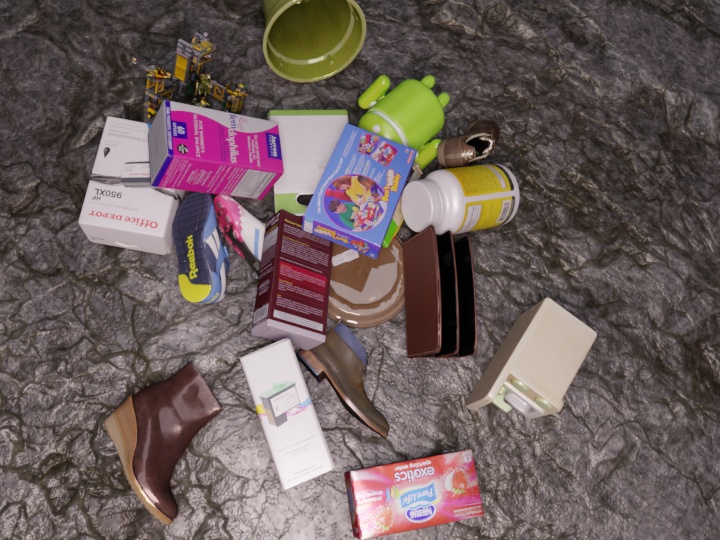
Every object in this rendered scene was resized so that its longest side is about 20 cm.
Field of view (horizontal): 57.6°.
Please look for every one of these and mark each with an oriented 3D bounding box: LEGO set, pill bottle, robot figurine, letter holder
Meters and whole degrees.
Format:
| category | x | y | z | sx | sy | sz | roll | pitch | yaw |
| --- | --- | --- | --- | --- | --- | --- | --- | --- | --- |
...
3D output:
| category | x | y | z | sx | sy | sz | roll | pitch | yaw |
| --- | --- | --- | --- | --- | --- | --- | --- | --- | --- |
| LEGO set | -0.286 | -0.337 | 1.147 | 0.153 | 0.117 | 0.200 | 34 | 39 | 13 |
| pill bottle | 0.173 | -0.123 | 1.144 | 0.197 | 0.112 | 0.114 | -11 | 72 | -33 |
| robot figurine | 0.075 | -0.269 | 1.207 | 0.200 | 0.116 | 0.176 | -42 | 94 | -18 |
| letter holder | 0.141 | 0.038 | 1.083 | 0.099 | 0.142 | 0.204 | 1 | 78 | -16 |

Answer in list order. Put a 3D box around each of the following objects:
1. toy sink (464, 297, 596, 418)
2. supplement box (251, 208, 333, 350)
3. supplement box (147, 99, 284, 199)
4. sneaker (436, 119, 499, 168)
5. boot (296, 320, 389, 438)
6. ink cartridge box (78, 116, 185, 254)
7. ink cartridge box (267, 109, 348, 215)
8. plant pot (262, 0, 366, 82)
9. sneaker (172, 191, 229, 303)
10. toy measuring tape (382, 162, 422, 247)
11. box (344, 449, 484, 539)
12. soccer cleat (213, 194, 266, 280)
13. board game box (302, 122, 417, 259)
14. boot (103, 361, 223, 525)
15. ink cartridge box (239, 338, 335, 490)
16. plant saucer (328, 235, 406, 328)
| category | x | y | z | sx | sy | sz | roll | pitch | yaw |
| --- | --- | --- | --- | --- | --- | --- | --- | --- | --- |
| toy sink | 0.282 | 0.170 | 1.084 | 0.111 | 0.131 | 0.201 | 36 | 70 | 5 |
| supplement box | -0.107 | 0.015 | 1.062 | 0.108 | 0.061 | 0.203 | 20 | 61 | -30 |
| supplement box | -0.238 | -0.194 | 1.083 | 0.197 | 0.103 | 0.103 | 4 | 66 | -34 |
| sneaker | 0.220 | -0.228 | 1.200 | 0.199 | 0.075 | 0.072 | -34 | 122 | -43 |
| boot | -0.005 | 0.175 | 1.073 | 0.200 | 0.075 | 0.097 | 44 | 75 | 10 |
| ink cartridge box | -0.379 | -0.144 | 1.122 | 0.142 | 0.084 | 0.204 | 9 | 71 | -6 |
| ink cartridge box | -0.090 | -0.182 | 1.179 | 0.145 | 0.076 | 0.204 | -2 | 74 | -9 |
| plant pot | -0.108 | -0.496 | 1.233 | 0.197 | 0.201 | 0.187 | -13 | 62 | -11 |
| sneaker | -0.266 | -0.037 | 1.108 | 0.073 | 0.082 | 0.204 | -12 | 71 | 19 |
| toy measuring tape | 0.046 | -0.110 | 1.153 | 0.073 | 0.074 | 0.202 | 26 | 61 | 2 |
| box | 0.080 | 0.346 | 1.016 | 0.196 | 0.096 | 0.102 | -7 | 73 | -10 |
| soccer cleat | -0.179 | -0.054 | 1.137 | 0.086 | 0.070 | 0.201 | -29 | 79 | -32 |
| board game box | 0.001 | -0.135 | 1.089 | 0.132 | 0.045 | 0.202 | 21 | 64 | 2 |
| boot | -0.283 | 0.261 | 1.008 | 0.165 | 0.073 | 0.201 | -31 | 75 | -14 |
| ink cartridge box | -0.112 | 0.223 | 1.005 | 0.083 | 0.145 | 0.203 | -19 | 75 | -11 |
| plant saucer | 0.000 | 0.000 | 1.156 | 0.196 | 0.030 | 0.204 | 2 | 72 | -6 |
